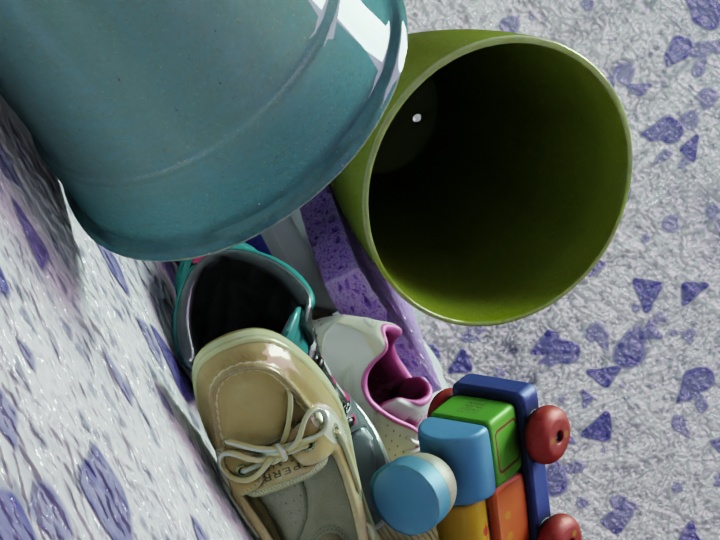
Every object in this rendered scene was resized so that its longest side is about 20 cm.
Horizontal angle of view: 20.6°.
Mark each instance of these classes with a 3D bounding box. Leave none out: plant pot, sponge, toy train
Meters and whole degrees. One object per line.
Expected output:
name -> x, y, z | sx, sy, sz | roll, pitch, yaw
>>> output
plant pot -> 0.050, -0.085, 1.314 | 0.187, 0.187, 0.200 | 62, -11, -28
plant pot -> -0.110, -0.142, 0.926 | 0.196, 0.200, 0.200 | 50, 12, -44
sponge -> 0.000, 0.000, 1.346 | 0.112, 0.030, 0.200 | 55, 8, -27
toy train -> 0.065, 0.172, 1.143 | 0.116, 0.085, 0.200 | -31, 121, -47

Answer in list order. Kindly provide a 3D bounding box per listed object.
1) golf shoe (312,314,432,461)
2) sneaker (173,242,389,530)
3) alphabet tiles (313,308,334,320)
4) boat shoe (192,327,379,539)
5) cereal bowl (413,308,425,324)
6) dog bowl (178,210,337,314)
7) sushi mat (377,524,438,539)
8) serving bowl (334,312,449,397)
golf shoe -> 0.012, 0.116, 1.247 | 0.200, 0.091, 0.075 | 66, 28, -22
sneaker -> -0.044, 0.063, 1.131 | 0.200, 0.084, 0.121 | 56, -2, 6
alphabet tiles -> 0.000, 0.114, 1.330 | 0.200, 0.006, 0.167 | 20, 61, -58
boat shoe -> -0.032, 0.119, 1.059 | 0.063, 0.073, 0.201 | -112, -177, -57
cereal bowl -> -0.016, -0.033, 1.617 | 0.200, 0.083, 0.200 | 36, -17, 13
dog bowl -> -0.088, -0.048, 1.360 | 0.200, 0.079, 0.200 | 64, 3, -6
sushi mat -> 0.032, 0.200, 1.253 | 0.012, 0.096, 0.200 | -82, 152, -42
serving bowl -> 0.010, 0.066, 1.521 | 0.200, 0.066, 0.200 | 47, -8, 8
